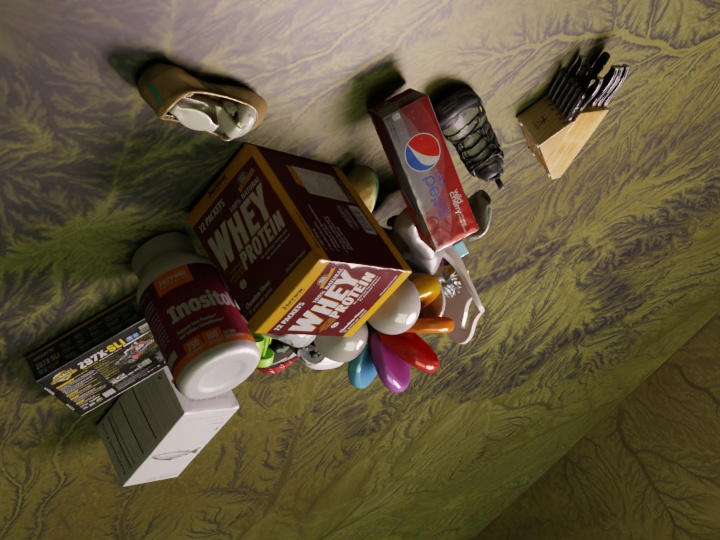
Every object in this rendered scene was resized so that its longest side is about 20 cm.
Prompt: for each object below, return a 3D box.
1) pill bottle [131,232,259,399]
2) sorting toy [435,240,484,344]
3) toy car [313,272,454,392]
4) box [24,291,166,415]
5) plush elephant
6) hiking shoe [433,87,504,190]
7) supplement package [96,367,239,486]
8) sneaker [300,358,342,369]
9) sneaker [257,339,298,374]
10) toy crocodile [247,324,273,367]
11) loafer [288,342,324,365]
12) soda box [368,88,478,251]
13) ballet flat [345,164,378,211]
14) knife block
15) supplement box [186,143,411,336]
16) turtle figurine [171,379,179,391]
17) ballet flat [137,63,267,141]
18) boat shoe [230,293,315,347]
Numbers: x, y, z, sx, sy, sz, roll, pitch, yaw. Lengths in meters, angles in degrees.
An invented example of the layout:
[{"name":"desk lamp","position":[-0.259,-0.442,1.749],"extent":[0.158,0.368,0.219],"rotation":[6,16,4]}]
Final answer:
[{"name":"pill bottle","position":[-0.218,0.054,1.385],"extent":[0.112,0.201,0.113],"rotation":[-25,154,-13]},{"name":"sorting toy","position":[0.138,0.021,1.765],"extent":[0.106,0.181,0.201],"rotation":[-20,153,-24]},{"name":"toy car","position":[0.042,0.095,1.533],"extent":[0.199,0.151,0.175],"rotation":[-29,170,21]},{"name":"box","position":[-0.348,0.116,1.528],"extent":[0.199,0.050,0.160],"rotation":[-31,153,-4]},{"name":"plush elephant","position":[0.104,-0.076,1.601],"extent":[0.200,0.156,0.164],"rotation":[38,156,-27]},{"name":"hiking shoe","position":[0.166,-0.183,1.521],"extent":[0.076,0.101,0.200],"rotation":[-37,155,10]},{"name":"supplement package","position":[-0.306,0.231,1.704],"extent":[0.116,0.118,0.200],"rotation":[-1,141,-49]},{"name":"sneaker","position":[-0.022,0.102,1.876],"extent":[0.199,0.075,0.089],"rotation":[-22,141,-35]},{"name":"sneaker","position":[-0.109,0.103,1.733],"extent":[0.199,0.071,0.098],"rotation":[-29,155,22]},{"name":"toy crocodile","position":[-0.145,0.080,1.591],"extent":[0.200,0.061,0.068],"rotation":[-72,176,-60]},{"name":"loafer","position":[-0.073,0.091,1.619],"extent":[0.071,0.063,0.201],"rotation":[-19,144,-14]},{"name":"soda box","position":[0.083,-0.131,1.418],"extent":[0.070,0.063,0.201],"rotation":[-27,114,-9]},{"name":"ballet flat","position":[-0.035,-0.069,1.533],"extent":[0.070,0.071,0.200],"rotation":[-14,152,-34]},{"name":"knife block","position":[0.333,-0.243,1.650],"extent":[0.175,0.064,0.200],"rotation":[-34,155,5]},{"name":"supplement box","position":[-0.078,-0.033,1.390],"extent":[0.133,0.198,0.199],"rotation":[-46,151,24]},{"name":"turtle figurine","position":[-0.212,0.094,1.547],"extent":[0.200,0.064,0.162],"rotation":[-36,147,-51]},{"name":"ballet flat","position":[-0.166,-0.173,1.199],"extent":[0.069,0.063,0.199],"rotation":[-44,153,24]},{"name":"boat shoe","position":[-0.143,0.034,1.453],"extent":[0.070,0.200,0.071],"rotation":[-60,149,5]}]
